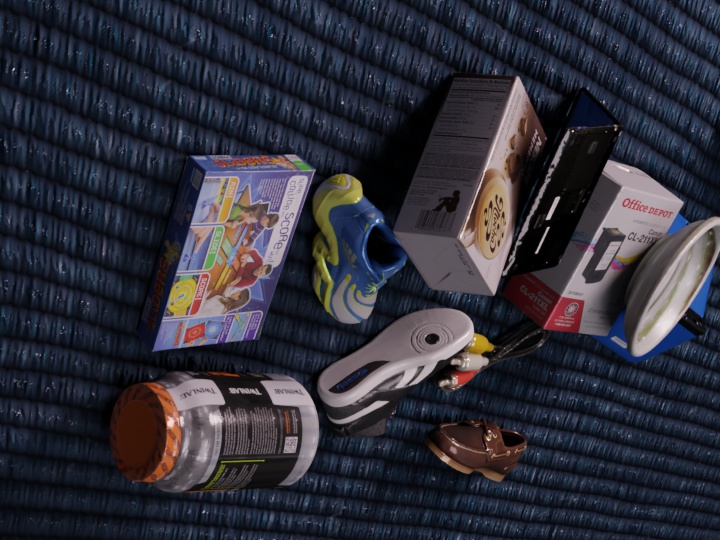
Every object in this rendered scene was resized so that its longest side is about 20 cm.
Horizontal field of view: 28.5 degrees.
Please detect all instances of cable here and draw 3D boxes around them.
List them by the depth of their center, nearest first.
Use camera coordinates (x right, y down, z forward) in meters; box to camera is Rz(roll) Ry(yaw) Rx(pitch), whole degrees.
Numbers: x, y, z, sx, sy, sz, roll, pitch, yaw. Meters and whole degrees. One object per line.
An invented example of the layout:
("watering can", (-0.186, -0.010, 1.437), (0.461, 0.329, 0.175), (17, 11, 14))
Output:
("cable", (0.165, 0.112, 1.770), (0.199, 0.050, 0.098), (-1, 123, -41))

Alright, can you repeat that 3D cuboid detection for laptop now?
("laptop", (0.201, -0.101, 1.554), (0.199, 0.103, 0.178), (-11, 129, -53))

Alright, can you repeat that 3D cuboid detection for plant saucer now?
("plant saucer", (0.377, 0.012, 1.762), (0.200, 0.050, 0.201), (-42, 152, -28))

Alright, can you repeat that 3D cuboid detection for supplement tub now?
("supplement tub", (-0.150, 0.165, 1.460), (0.199, 0.122, 0.123), (6, 117, -46))

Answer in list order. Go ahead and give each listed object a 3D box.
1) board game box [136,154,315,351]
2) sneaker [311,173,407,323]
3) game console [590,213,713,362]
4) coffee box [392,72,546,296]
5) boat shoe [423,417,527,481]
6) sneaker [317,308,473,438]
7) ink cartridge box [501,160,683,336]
("board game box", (-0.132, -0.018, 1.393), (0.135, 0.034, 0.201), (-4, 124, -42))
("sneaker", (0.000, 0.000, 1.477), (0.075, 0.105, 0.201), (-31, 138, -19))
("game console", (0.393, 0.022, 1.938), (0.170, 0.119, 0.200), (-27, 148, 24))
("coffee box", (0.116, -0.090, 1.463), (0.113, 0.079, 0.201), (54, 50, -50))
("boat shoe", (0.152, 0.222, 1.836), (0.070, 0.070, 0.200), (-48, 151, 11))
("sneaker", (0.043, 0.125, 1.658), (0.199, 0.073, 0.112), (-25, 140, -14))
("ink cartridge box", (0.285, -0.028, 1.741), (0.145, 0.083, 0.201), (8, 116, -46))
